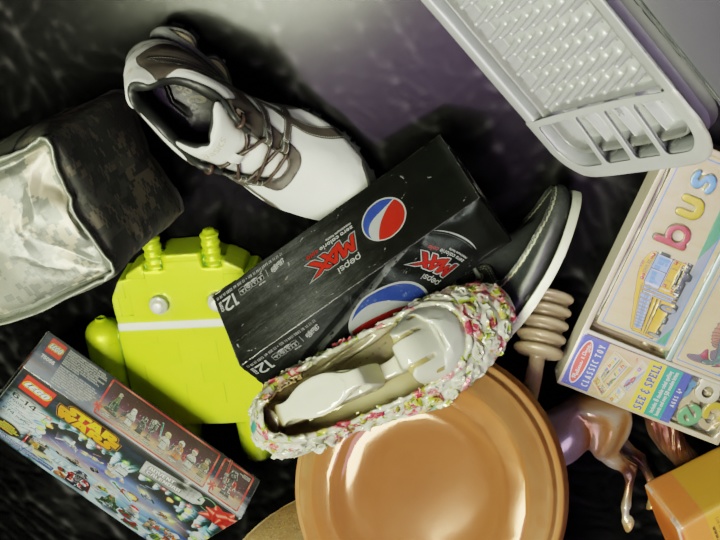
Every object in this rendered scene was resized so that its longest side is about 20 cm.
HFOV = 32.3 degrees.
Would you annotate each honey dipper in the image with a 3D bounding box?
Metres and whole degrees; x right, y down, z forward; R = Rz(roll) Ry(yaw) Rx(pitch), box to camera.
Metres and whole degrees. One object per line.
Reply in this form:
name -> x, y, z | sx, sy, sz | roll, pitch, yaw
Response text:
honey dipper -> 0.117, 0.113, 0.888 | 0.037, 0.038, 0.203 | 12, 80, 1

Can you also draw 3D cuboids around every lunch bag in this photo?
lunch bag -> -0.244, -0.029, 0.851 | 0.198, 0.164, 0.119 | -23, 103, 16

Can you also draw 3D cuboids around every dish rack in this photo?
dish rack -> 0.126, -0.147, 0.771 | 0.200, 0.171, 0.044 | 46, 75, -15

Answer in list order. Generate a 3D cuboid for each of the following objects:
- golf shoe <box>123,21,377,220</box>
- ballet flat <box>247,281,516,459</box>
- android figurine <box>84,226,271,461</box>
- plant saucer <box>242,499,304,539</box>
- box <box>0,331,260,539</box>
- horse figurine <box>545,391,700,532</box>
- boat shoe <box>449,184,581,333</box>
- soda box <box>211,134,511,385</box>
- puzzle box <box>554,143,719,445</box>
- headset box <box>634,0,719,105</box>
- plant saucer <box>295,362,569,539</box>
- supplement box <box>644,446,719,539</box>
golf shoe -> -0.079, -0.083, 0.849 | 0.199, 0.095, 0.078 | 31, 115, -10
ballet flat -> 0.015, 0.068, 0.821 | 0.199, 0.064, 0.076 | -30, 78, 2
android figurine -> -0.121, 0.058, 0.955 | 0.179, 0.041, 0.202 | -1, 118, 8
plant saucer -> -0.031, 0.271, 0.987 | 0.198, 0.035, 0.203 | -14, 117, -28
box -> -0.192, 0.142, 0.974 | 0.199, 0.040, 0.137 | 37, 141, -11
horse figurine -> 0.158, 0.143, 0.937 | 0.198, 0.050, 0.134 | -18, 103, -2
boat shoe -> 0.085, 0.015, 0.888 | 0.067, 0.072, 0.201 | 31, 119, -10
soda box -> 0.000, 0.000, 0.859 | 0.199, 0.071, 0.063 | -35, 141, 9
puzzle box -> 0.237, 0.014, 0.881 | 0.132, 0.025, 0.202 | 21, 110, -3
headset box -> 0.218, -0.162, 0.710 | 0.093, 0.201, 0.174 | -38, 107, 21
plant saucer -> 0.043, 0.153, 0.860 | 0.198, 0.037, 0.203 | -1, 86, 18
supplement box -> 0.312, 0.149, 0.898 | 0.198, 0.067, 0.069 | -28, 112, 0
